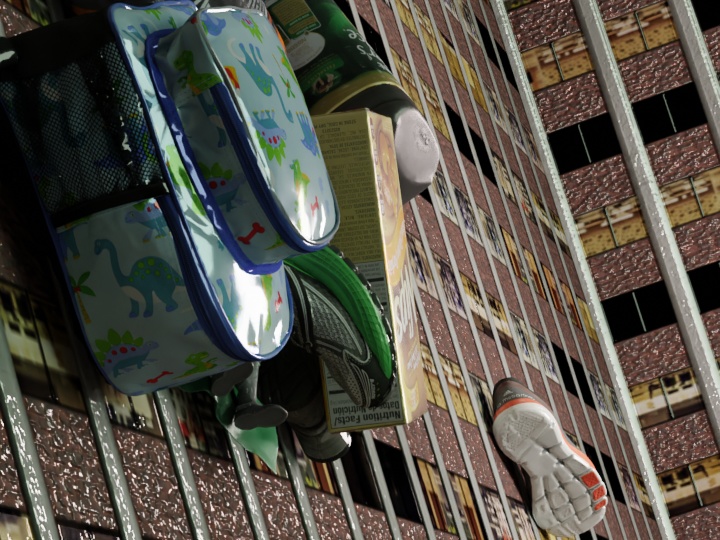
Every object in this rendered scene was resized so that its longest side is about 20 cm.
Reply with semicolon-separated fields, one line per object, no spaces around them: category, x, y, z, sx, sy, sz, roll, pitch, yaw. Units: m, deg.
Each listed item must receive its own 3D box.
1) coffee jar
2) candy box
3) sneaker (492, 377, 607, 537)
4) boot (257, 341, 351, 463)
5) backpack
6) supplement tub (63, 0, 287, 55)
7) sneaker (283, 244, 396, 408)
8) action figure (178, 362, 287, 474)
coffee jar;-0.024;-0.133;1.912;0.200;0.085;0.104;54;-1;35
candy box;0.000;0.000;1.694;0.115;0.055;0.200;-7;89;-81
sneaker;0.184;0.177;2.579;0.082;0.077;0.200;-106;171;-51
boot;-0.053;0.022;1.749;0.131;0.068;0.200;62;18;-67
backpack;-0.096;-0.042;1.394;0.183;0.147;0.200;-22;96;-76
supplement tub;-0.110;-0.149;1.610;0.107;0.107;0.200;-97;163;-49
sneaker;-0.061;0.012;1.525;0.200;0.085;0.078;42;-21;5
action figure;-0.081;0.019;1.619;0.200;0.055;0.118;-101;164;-53
